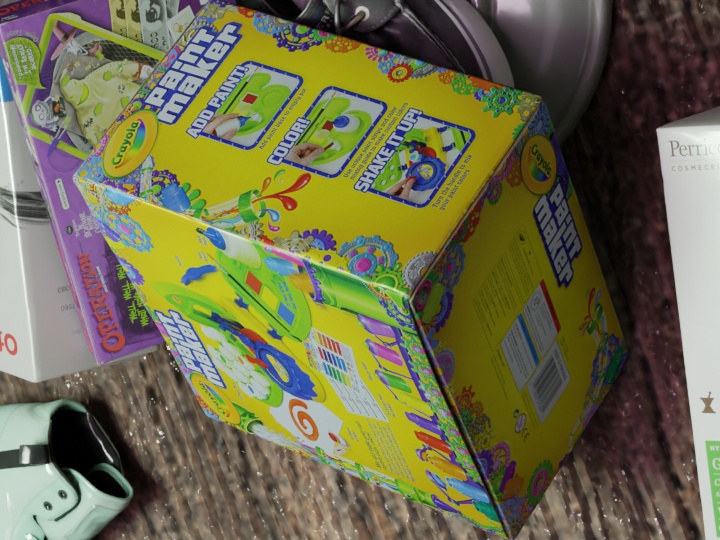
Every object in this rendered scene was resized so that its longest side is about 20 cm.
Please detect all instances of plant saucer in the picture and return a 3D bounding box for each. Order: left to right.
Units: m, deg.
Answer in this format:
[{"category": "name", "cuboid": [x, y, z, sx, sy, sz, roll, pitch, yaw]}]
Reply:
[{"category": "plant saucer", "cuboid": [0.027, -0.134, 1.258, 0.200, 0.050, 0.200, 10, 108, 34]}]

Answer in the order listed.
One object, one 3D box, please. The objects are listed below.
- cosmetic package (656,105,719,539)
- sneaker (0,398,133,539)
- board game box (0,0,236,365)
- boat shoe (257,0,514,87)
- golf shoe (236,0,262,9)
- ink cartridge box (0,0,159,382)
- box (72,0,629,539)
[{"category": "cosmetic package", "cuboid": [0.208, 0.023, 1.147, 0.108, 0.085, 0.200, -3, 101, 39]}, {"category": "sneaker", "cuboid": [-0.174, 0.171, 1.462, 0.118, 0.074, 0.201, -18, 89, 44]}, {"category": "board game box", "cuboid": [-0.106, -0.058, 1.301, 0.032, 0.120, 0.200, -134, 28, -56]}, {"category": "boat shoe", "cuboid": [-0.013, -0.132, 1.212, 0.200, 0.066, 0.070, 49, 125, 12]}, {"category": "golf shoe", "cuboid": [-0.128, -0.177, 1.339, 0.200, 0.073, 0.092, 5, 102, 39]}, {"category": "ink cartridge box", "cuboid": [-0.189, -0.051, 1.388, 0.146, 0.084, 0.200, 13, 112, 52]}, {"category": "box", "cuboid": [0.000, 0.000, 1.207, 0.192, 0.122, 0.200, 20, 152, 30]}]
